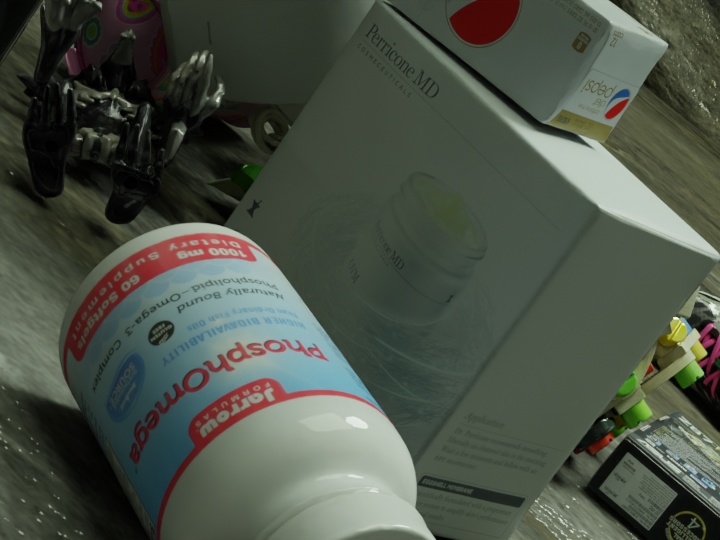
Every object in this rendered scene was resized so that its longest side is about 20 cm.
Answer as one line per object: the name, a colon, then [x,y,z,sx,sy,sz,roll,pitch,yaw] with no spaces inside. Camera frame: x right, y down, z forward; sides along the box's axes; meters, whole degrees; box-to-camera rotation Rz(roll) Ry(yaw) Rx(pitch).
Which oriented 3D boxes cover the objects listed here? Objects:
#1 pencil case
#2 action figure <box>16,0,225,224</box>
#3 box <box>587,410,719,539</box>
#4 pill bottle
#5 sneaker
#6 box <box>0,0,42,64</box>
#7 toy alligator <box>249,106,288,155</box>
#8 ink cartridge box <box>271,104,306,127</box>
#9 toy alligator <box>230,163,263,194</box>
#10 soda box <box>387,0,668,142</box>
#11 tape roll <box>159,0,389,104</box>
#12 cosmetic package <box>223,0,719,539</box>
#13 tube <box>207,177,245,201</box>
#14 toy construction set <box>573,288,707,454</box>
pencil case: [-0.120,-0.146,1.449,0.087,0.088,0.200,41,16,19]
action figure: [-0.140,-0.101,1.224,0.118,0.102,0.200,21,19,-11]
box: [0.252,0.175,1.367,0.200,0.049,0.161,40,17,13]
pill bottle: [-0.044,0.075,0.871,0.108,0.109,0.200,24,18,-40]
sneaker: [0.304,0.084,1.721,0.200,0.074,0.087,44,9,8]
box: [-0.282,-0.226,1.307,0.200,0.086,0.164,33,15,-16]
toy alligator: [0.007,-0.020,1.261,0.059,0.054,0.200,-43,102,-33]
ink cartridge box: [0.034,-0.117,1.488,0.084,0.145,0.200,46,1,38]
toy alligator: [0.000,0.000,1.330,0.199,0.059,0.054,30,55,-22]
soda box: [0.062,-0.150,1.117,0.200,0.064,0.068,41,18,30]
tape roll: [-0.026,-0.171,1.309,0.201,0.071,0.203,-5,26,2]
cosmetic package: [0.042,0.001,1.119,0.123,0.200,0.199,20,21,-49]
tube: [-0.010,-0.039,1.400,0.200,0.058,0.052,20,24,-53]
toy construction set: [0.169,0.054,1.345,0.092,0.131,0.200,54,-6,17]
